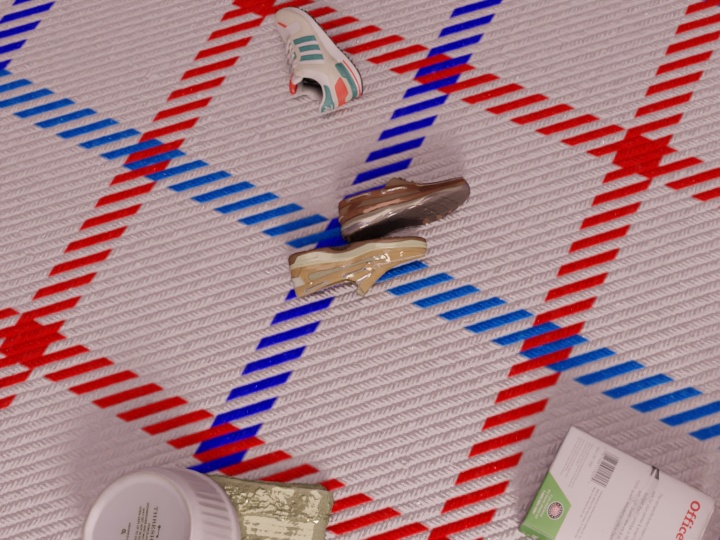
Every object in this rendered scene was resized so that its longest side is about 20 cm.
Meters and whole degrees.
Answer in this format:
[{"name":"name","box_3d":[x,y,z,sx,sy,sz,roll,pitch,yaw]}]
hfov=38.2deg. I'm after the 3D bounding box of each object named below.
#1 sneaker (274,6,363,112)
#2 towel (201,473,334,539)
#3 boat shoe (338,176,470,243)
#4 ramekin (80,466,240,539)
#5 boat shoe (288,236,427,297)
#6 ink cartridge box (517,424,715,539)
[{"name":"sneaker","box_3d":[-0.087,-0.325,1.608,0.093,0.070,0.200,-36,73,-17]},{"name":"towel","box_3d":[-0.140,0.343,1.353,0.199,0.037,0.149,4,69,5]},{"name":"boat shoe","box_3d":[0.060,-0.104,1.507,0.199,0.076,0.072,-17,65,-5]},{"name":"ramekin","box_3d":[-0.259,0.339,1.305,0.202,0.094,0.203,-8,64,18]},{"name":"boat shoe","box_3d":[0.000,0.000,1.478,0.199,0.072,0.076,-10,81,7]},{"name":"ink cartridge box","box_3d":[0.321,0.310,1.312,0.200,0.084,0.146,27,72,14]}]
